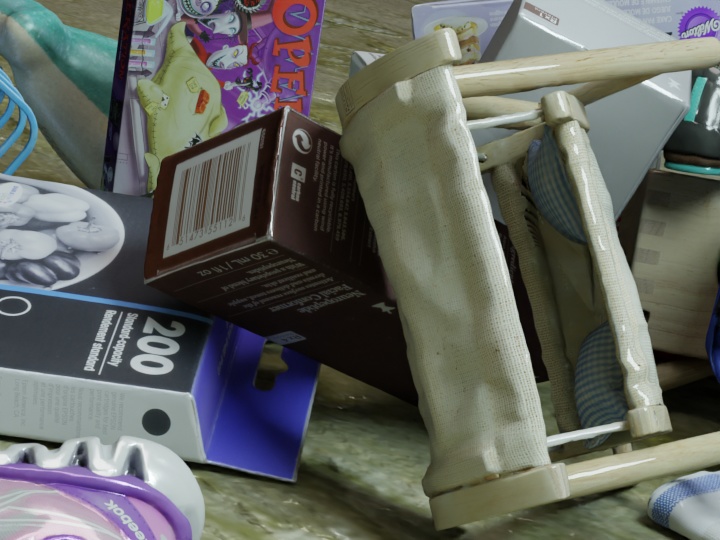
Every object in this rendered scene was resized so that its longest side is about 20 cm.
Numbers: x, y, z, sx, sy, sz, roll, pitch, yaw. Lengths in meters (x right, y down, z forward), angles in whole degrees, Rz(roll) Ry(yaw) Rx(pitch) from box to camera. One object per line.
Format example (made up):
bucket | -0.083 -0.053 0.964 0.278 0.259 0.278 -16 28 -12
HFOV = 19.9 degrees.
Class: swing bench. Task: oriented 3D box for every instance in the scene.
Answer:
swing bench | 0.084 0.005 0.936 0.199 0.201 0.129 -5 -11 -42

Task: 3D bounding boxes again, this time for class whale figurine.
whale figurine | -0.158 -0.112 1.330 0.200 0.104 0.159 51 -8 -30

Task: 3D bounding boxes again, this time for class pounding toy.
pounding toy | 0.214 0.021 1.200 0.182 0.144 0.200 10 4 3

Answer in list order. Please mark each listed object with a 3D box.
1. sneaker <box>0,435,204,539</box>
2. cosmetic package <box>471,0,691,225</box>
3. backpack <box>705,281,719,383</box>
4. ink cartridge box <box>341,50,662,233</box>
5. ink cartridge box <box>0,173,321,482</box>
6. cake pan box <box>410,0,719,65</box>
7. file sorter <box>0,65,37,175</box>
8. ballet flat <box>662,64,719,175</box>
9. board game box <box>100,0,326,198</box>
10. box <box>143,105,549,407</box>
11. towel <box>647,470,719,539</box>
sneaker | -0.154 0.105 0.734 0.198 0.081 0.089 3 34 -8
cosmetic package | 0.090 -0.053 1.123 0.106 0.201 0.090 29 27 -5
backpack | 0.275 -0.003 1.042 0.166 0.202 0.162 21 3 8
ink cartridge box | 0.086 -0.056 1.336 0.198 0.146 0.084 6 13 -8
ink cartridge box | -0.115 0.023 1.038 0.198 0.044 0.199 10 29 0
cake pan box | 0.150 -0.150 1.237 0.198 0.053 0.184 -3 10 18
file sorter | -0.285 -0.102 1.234 0.139 0.123 0.200 44 0 -24
ballet flat | 0.225 -0.085 1.180 0.067 0.069 0.200 9 3 22
board game box | -0.091 -0.081 1.218 0.119 0.202 0.032 0 17 -28
box | 0.000 0.000 1.018 0.199 0.076 0.100 24 -29 -37
towel | 0.249 0.132 0.958 0.146 0.024 0.199 -5 20 -41
